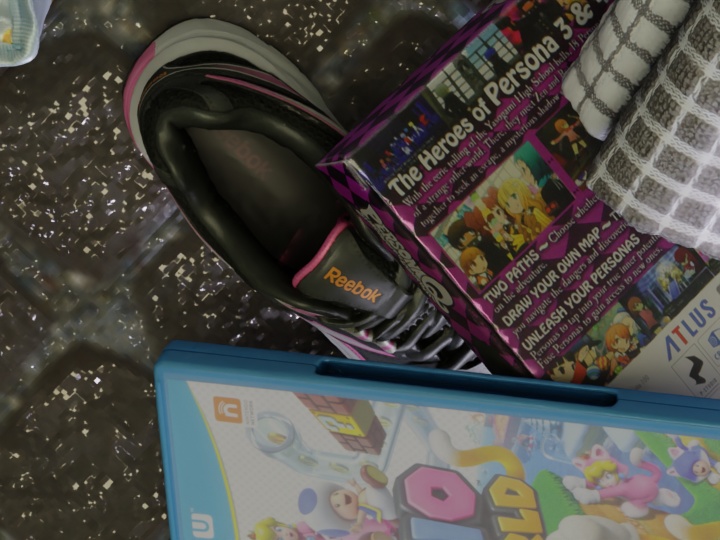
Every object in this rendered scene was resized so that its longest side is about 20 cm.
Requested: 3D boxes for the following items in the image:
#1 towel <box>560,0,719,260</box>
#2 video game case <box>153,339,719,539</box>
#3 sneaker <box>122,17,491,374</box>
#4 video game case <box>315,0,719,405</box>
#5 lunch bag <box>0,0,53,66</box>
[{"bbox_3d":[0.182,-0.071,0.678,0.200,0.086,0.166,9,132,-23],"label":"towel"},{"bbox_3d":[0.035,0.097,0.748,0.200,0.018,0.143,6,121,15],"label":"video game case"},{"bbox_3d":[0.000,0.000,0.780,0.200,0.086,0.080,33,104,-9],"label":"sneaker"},{"bbox_3d":[0.115,-0.032,0.759,0.200,0.036,0.181,-44,103,-15],"label":"video game case"},{"bbox_3d":[-0.146,-0.166,0.691,0.127,0.170,0.200,-8,104,-1],"label":"lunch bag"}]
